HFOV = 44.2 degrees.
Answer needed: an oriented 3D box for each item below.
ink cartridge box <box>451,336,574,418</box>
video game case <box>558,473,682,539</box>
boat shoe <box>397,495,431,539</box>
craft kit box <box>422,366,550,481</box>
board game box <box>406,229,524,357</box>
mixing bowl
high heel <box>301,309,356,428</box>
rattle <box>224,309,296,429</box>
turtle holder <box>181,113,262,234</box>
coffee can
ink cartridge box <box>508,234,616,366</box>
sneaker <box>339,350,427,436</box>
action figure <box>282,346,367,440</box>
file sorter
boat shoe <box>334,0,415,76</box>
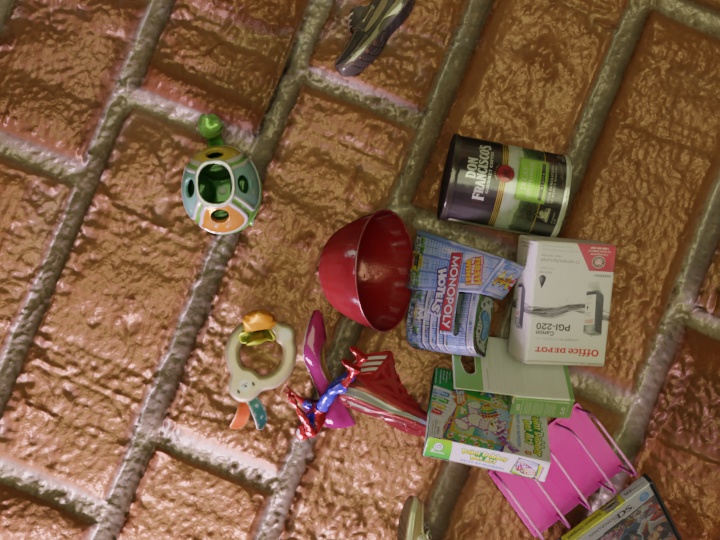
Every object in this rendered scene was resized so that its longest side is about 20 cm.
[{"bbox_3d":[0.249,0.174,1.490,0.197,0.146,0.048,4,126,0],"label":"ink cartridge box"},{"bbox_3d":[0.441,0.456,1.483,0.180,0.026,0.201,-36,122,-3],"label":"video game case"},{"bbox_3d":[0.097,0.484,1.507,0.062,0.073,0.203,3,90,-8],"label":"boat shoe"},{"bbox_3d":[0.207,0.247,1.455,0.195,0.201,0.049,13,118,1],"label":"craft kit box"},{"bbox_3d":[0.167,0.035,1.464,0.061,0.199,0.203,18,79,-42],"label":"board game box"},{"bbox_3d":[0.000,0.000,1.487,0.107,0.199,0.203,1,87,32],"label":"mixing bowl"},{"bbox_3d":[-0.049,0.169,1.520,0.095,0.067,0.203,4,102,9],"label":"high heel"},{"bbox_3d":[-0.175,0.175,1.487,0.129,0.143,0.202,24,81,-18],"label":"rattle"},{"bbox_3d":[-0.231,-0.157,1.502,0.139,0.132,0.187,20,87,1],"label":"turtle holder"},{"bbox_3d":[0.241,-0.141,1.501,0.197,0.146,0.148,10,87,-1],"label":"coffee can"},{"bbox_3d":[0.328,0.050,1.450,0.144,0.085,0.203,3,98,-11],"label":"ink cartridge box"},{"bbox_3d":[0.068,0.203,1.517,0.199,0.078,0.117,27,65,-20],"label":"sneaker"},{"bbox_3d":[-0.076,0.197,1.455,0.098,0.065,0.201,33,120,5],"label":"action figure"},{"bbox_3d":[0.340,0.342,1.488,0.199,0.125,0.140,-37,87,-2],"label":"file sorter"},{"bbox_3d":[0.014,-0.426,1.556,0.073,0.075,0.200,37,78,11],"label":"boat shoe"}]
